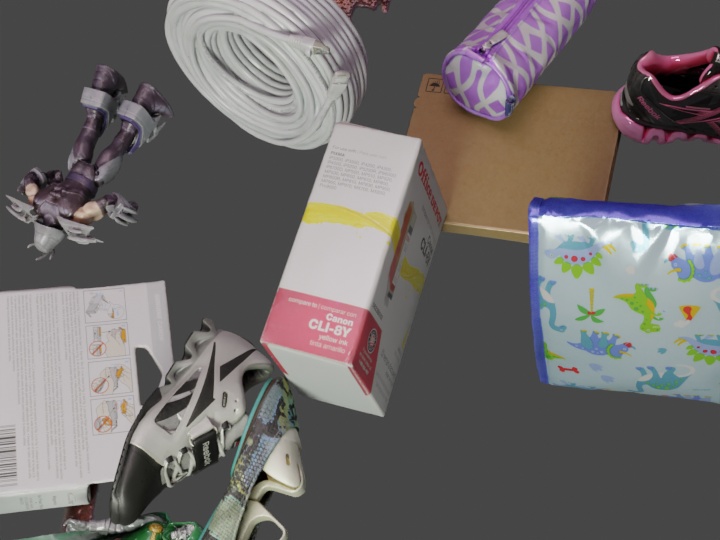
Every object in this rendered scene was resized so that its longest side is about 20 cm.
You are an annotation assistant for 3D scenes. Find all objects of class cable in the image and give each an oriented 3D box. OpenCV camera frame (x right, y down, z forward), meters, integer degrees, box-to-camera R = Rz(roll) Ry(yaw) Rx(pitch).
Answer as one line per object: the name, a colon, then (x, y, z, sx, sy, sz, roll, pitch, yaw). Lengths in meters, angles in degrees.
cable: (-0.087, -0.200, 1.226, 0.198, 0.201, 0.070, 32, 65, 8)

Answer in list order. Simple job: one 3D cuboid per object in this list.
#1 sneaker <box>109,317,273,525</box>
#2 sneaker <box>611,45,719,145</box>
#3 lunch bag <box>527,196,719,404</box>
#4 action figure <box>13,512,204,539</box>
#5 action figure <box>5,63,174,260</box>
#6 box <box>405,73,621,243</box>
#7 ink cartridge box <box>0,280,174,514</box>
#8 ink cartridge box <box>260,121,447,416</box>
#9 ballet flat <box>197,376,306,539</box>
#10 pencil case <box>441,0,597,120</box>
sneaker: (-0.137, 0.134, 1.115, 0.087, 0.074, 0.201, 24, 57, 8)
sneaker: (0.323, -0.156, 1.166, 0.196, 0.096, 0.080, 2, 58, 3)
lunch bag: (0.219, 0.007, 1.041, 0.167, 0.201, 0.129, 3, 62, 15)
action figure: (-0.222, 0.245, 1.096, 0.197, 0.055, 0.119, -18, 56, -2)
action figure: (-0.261, -0.095, 1.287, 0.129, 0.070, 0.202, 22, 72, 15)
box: (0.134, -0.102, 1.225, 0.197, 0.021, 0.166, 8, 63, 17)
ink cartridge box: (-0.251, 0.108, 1.184, 0.171, 0.044, 0.202, -4, 58, -12)
ink cartridge box: (0.000, 0.000, 1.113, 0.082, 0.145, 0.203, 12, 71, 17)
ballet flat: (-0.081, 0.188, 1.088, 0.073, 0.074, 0.202, 17, 75, 21)
pencil case: (0.152, -0.229, 1.239, 0.083, 0.086, 0.201, 22, 57, 26)
